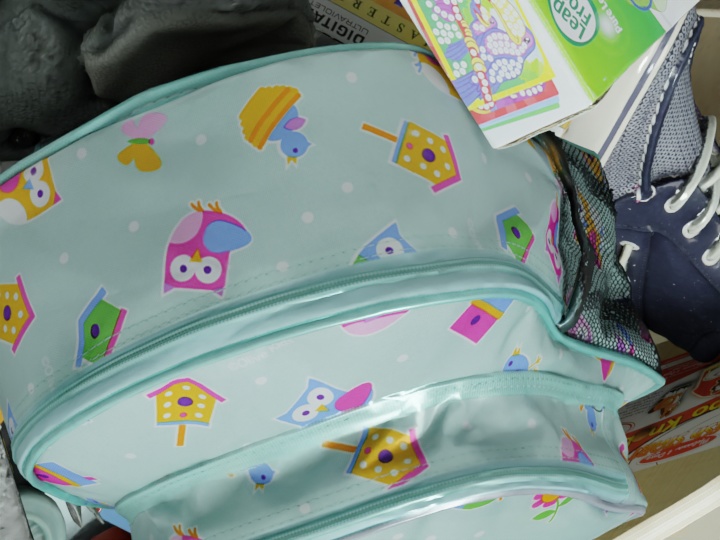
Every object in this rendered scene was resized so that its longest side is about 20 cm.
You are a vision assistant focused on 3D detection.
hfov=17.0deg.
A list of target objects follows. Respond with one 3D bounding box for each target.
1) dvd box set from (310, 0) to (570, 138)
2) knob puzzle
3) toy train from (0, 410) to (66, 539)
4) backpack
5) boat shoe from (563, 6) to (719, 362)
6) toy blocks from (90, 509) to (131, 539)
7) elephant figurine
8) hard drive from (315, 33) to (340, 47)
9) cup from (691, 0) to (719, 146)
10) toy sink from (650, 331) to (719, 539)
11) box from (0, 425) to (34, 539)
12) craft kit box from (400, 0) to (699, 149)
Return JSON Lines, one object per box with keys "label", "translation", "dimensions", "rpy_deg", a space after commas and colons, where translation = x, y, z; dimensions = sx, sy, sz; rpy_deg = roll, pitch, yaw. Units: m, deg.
{"label": "dvd box set", "translation": [0.048, -0.159, 0.789], "dimensions": [0.146, 0.029, 0.201], "rpy_deg": [28, 98, -12]}
{"label": "knob puzzle", "translation": [0.116, 0.076, 0.932], "dimensions": [0.219, 0.219, 0.031], "rpy_deg": [-36, 101, -23]}
{"label": "toy train", "translation": [-0.151, 0.064, 0.795], "dimensions": [0.200, 0.085, 0.114], "rpy_deg": [-49, 137, -7]}
{"label": "backpack", "translation": [-0.014, 0.023, 0.701], "dimensions": [0.175, 0.154, 0.200], "rpy_deg": [-20, 153, 17]}
{"label": "boat shoe", "translation": [0.121, -0.035, 0.900], "dimensions": [0.075, 0.092, 0.200], "rpy_deg": [-62, 172, -23]}
{"label": "toy blocks", "translation": [-0.095, 0.156, 0.949], "dimensions": [0.137, 0.100, 0.200], "rpy_deg": [33, 93, -45]}
{"label": "elephant figurine", "translation": [-0.084, -0.092, 0.714], "dimensions": [0.200, 0.154, 0.142], "rpy_deg": [104, -4, -47]}
{"label": "hard drive", "translation": [0.000, 0.000, 0.934], "dimensions": [0.132, 0.025, 0.200], "rpy_deg": [-49, 146, -5]}
{"label": "cup", "translation": [0.182, -0.085, 0.988], "dimensions": [0.201, 0.199, 0.144], "rpy_deg": [75, 34, -50]}
{"label": "toy sink", "translation": [0.095, 0.106, 1.100], "dimensions": [0.200, 0.112, 0.131], "rpy_deg": [-32, 142, -36]}
{"label": "box", "translation": [-0.195, 0.086, 0.696], "dimensions": [0.199, 0.049, 0.160], "rpy_deg": [-19, 120, -12]}
{"label": "craft kit box", "translation": [0.049, -0.166, 0.683], "dimensions": [0.048, 0.200, 0.197], "rpy_deg": [-24, -167, 44]}
